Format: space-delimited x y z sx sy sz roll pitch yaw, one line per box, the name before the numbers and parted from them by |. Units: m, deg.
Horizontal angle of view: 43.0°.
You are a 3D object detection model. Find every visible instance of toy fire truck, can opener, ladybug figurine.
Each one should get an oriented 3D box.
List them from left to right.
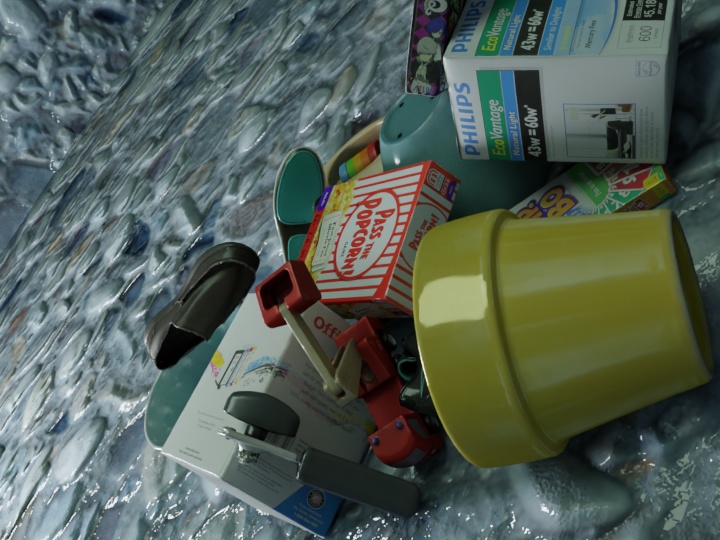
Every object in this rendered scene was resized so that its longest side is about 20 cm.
can opener | -0.038 0.170 0.834 0.053 0.198 0.067 118 176 -77
toy fire truck | -0.008 0.091 0.849 0.049 0.141 0.202 -36 69 22
ladybug figurine | 0.016 -0.127 1.195 0.199 0.072 0.137 -30 36 34

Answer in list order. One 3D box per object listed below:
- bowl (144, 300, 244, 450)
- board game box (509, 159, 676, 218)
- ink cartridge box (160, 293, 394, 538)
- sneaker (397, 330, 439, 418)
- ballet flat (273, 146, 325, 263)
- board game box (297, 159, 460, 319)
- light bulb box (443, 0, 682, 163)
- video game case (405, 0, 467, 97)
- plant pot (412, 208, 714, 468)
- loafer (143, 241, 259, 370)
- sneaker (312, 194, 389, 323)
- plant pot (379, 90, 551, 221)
bowl | -0.163 0.149 1.119 0.200 0.105 0.202 -34 34 27
board game box | 0.208 -0.058 0.903 0.199 0.030 0.096 -38 32 29
ink cartridge box | -0.081 0.145 0.966 0.144 0.147 0.202 1 58 54
sneaker | 0.074 0.066 0.863 0.078 0.076 0.201 1 30 2
ballet flat | -0.077 -0.059 1.180 0.069 0.069 0.203 16 111 58
board game box | 0.007 -0.025 0.967 0.199 0.046 0.153 -7 58 55
light bulb box | 0.202 -0.213 0.882 0.197 0.126 0.200 4 48 21
video game case | 0.091 -0.276 0.906 0.200 0.035 0.184 -47 -35 -67
plant pot | 0.165 0.040 0.712 0.187 0.201 0.203 -14 44 25
loafer | -0.186 0.051 1.093 0.200 0.072 0.072 -48 34 24
sneaker | 0.000 0.000 1.097 0.073 0.089 0.201 -16 50 -5
plant pot | 0.098 -0.138 1.030 0.199 0.134 0.202 -35 34 28
